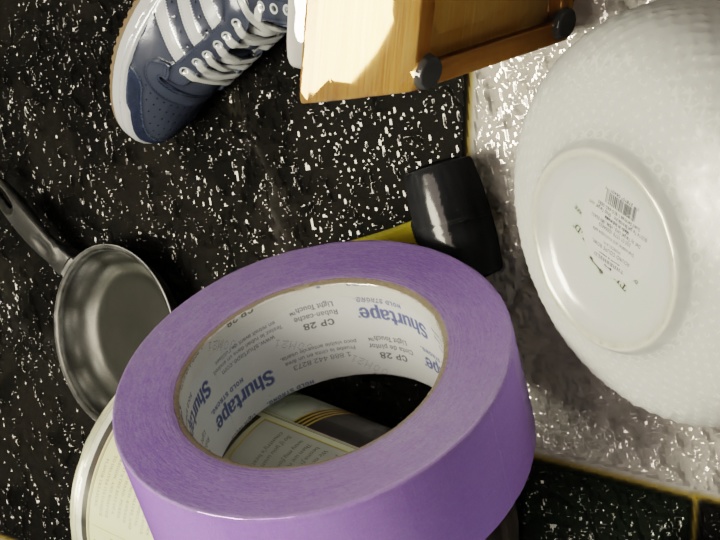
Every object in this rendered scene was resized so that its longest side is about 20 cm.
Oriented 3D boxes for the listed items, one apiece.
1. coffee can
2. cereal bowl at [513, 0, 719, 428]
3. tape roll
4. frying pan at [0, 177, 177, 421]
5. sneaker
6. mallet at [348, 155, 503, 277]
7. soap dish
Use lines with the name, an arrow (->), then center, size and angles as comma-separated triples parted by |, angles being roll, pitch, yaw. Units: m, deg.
coffee can -> -0.037, 0.140, 1.090 | 0.199, 0.146, 0.147 | 18, 110, 37
cereal bowl -> 0.137, -0.019, 0.922 | 0.200, 0.083, 0.201 | 30, 130, 45
tape roll -> -0.017, 0.071, 0.995 | 0.199, 0.200, 0.066 | 17, 137, 37
frying pan -> -0.171, 0.026, 1.261 | 0.190, 0.031, 0.116 | 29, 116, 37
sneaker -> -0.063, -0.132, 1.113 | 0.108, 0.070, 0.201 | 44, 120, 28
mallet -> 0.000, 0.000, 1.110 | 0.200, 0.041, 0.066 | -28, 82, 45
soap dish -> 0.043, -0.182, 0.941 | 0.081, 0.157, 0.201 | 23, 119, 33
